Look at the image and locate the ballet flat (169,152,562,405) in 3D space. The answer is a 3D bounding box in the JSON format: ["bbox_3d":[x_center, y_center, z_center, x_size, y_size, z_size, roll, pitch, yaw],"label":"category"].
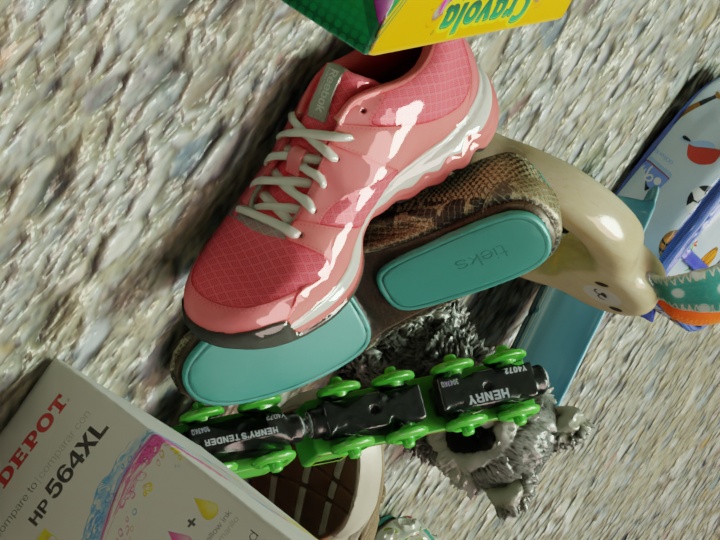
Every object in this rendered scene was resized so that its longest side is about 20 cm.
[{"bbox_3d":[0.000,0.000,1.368,0.200,0.075,0.068,-25,127,6],"label":"ballet flat"}]

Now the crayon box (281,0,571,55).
[{"bbox_3d":[0.051,-0.167,1.265,0.200,0.058,0.119,-19,139,-60],"label":"crayon box"}]

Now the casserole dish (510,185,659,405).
[{"bbox_3d":[0.119,0.032,1.715,0.200,0.039,0.121,-63,180,-2],"label":"casserole dish"}]

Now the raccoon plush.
[{"bbox_3d":[0.074,0.079,1.598,0.097,0.134,0.200,-58,160,9],"label":"raccoon plush"}]

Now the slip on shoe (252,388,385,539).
[{"bbox_3d":[-0.016,0.119,1.540,0.061,0.076,0.200,-34,156,-30],"label":"slip on shoe"}]

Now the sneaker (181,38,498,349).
[{"bbox_3d":[-0.019,-0.051,1.304,0.200,0.074,0.087,-48,143,-26],"label":"sneaker"}]

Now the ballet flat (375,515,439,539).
[{"bbox_3d":[-0.001,0.245,1.802,0.076,0.064,0.200,-20,141,-60],"label":"ballet flat"}]

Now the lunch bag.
[{"bbox_3d":[0.227,-0.037,1.868,0.160,0.076,0.200,-53,160,1],"label":"lunch bag"}]

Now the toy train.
[{"bbox_3d":[-0.003,0.075,1.417,0.200,0.042,0.056,-10,166,-20],"label":"toy train"}]

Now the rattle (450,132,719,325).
[{"bbox_3d":[0.098,0.022,1.442,0.130,0.200,0.143,-34,-152,50],"label":"rattle"}]

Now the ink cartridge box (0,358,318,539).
[{"bbox_3d":[-0.093,0.143,1.252,0.129,0.200,0.125,-54,143,-3],"label":"ink cartridge box"}]
